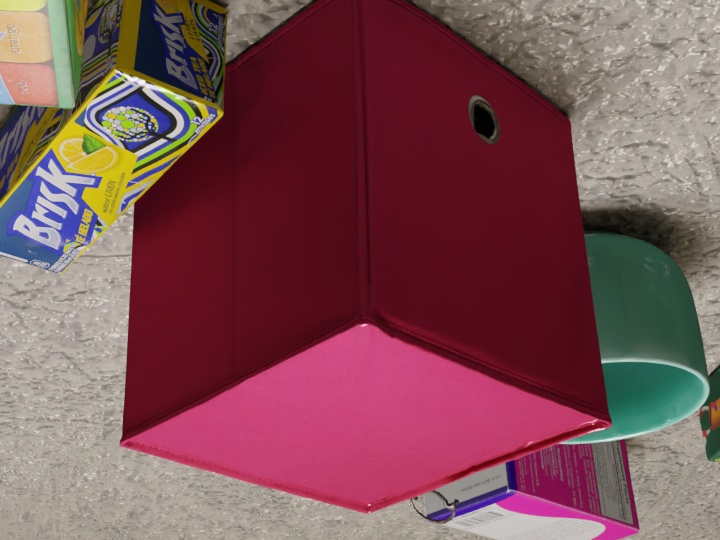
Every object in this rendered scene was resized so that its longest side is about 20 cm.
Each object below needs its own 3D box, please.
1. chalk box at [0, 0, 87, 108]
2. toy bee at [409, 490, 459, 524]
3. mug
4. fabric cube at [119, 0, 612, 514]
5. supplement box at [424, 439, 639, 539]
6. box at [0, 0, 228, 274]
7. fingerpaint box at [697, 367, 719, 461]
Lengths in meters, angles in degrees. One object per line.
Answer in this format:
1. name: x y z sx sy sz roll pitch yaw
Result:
1. chalk box: -0.157 -0.140 0.438 0.123 0.202 0.125 2 151 -9
2. toy bee: 0.036 0.090 1.004 0.130 0.109 0.201 17 141 21
3. mug: 0.148 0.047 0.895 0.184 0.115 0.152 -16 149 23
4. fabric cube: 0.000 0.000 0.709 0.195 0.201 0.199 25 141 -39
5. supplement box: 0.161 0.195 1.179 0.199 0.104 0.101 25 140 -39
6. box: -0.150 -0.075 0.693 0.064 0.071 0.200 19 144 -30
7. fingerpaint box: 0.415 0.107 1.069 0.198 0.074 0.167 3 151 -11
